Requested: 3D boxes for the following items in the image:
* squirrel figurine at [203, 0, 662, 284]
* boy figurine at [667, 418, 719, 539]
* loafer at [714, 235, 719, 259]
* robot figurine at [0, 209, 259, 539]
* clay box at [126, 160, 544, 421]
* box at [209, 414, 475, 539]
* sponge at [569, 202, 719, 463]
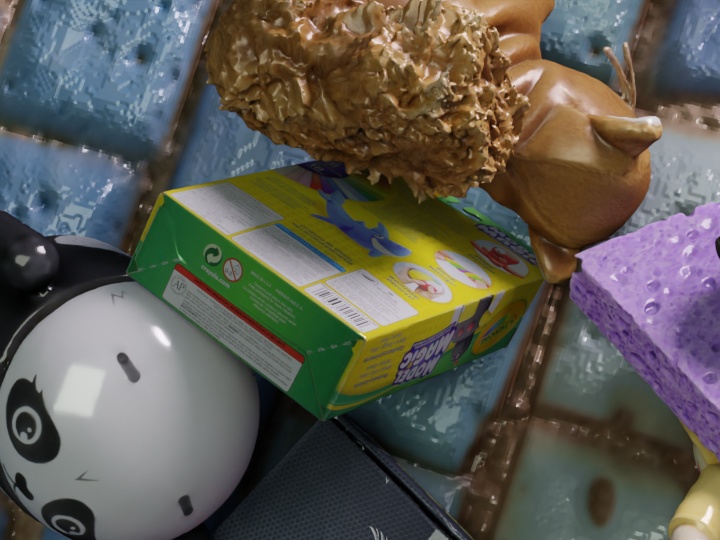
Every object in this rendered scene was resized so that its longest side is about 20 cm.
[{"bbox_3d":[0.037,-0.074,0.973,0.187,0.200,0.142,41,117,11],"label":"squirrel figurine"},{"bbox_3d":[0.154,0.132,0.931,0.064,0.124,0.201,-6,58,26],"label":"boy figurine"},{"bbox_3d":[0.249,-0.023,0.910,0.199,0.073,0.072,0,103,5],"label":"loafer"},{"bbox_3d":[-0.125,0.053,0.992,0.200,0.150,0.125,25,93,62],"label":"robot figurine"},{"bbox_3d":[0.000,0.000,0.978,0.115,0.200,0.048,35,113,21],"label":"clay box"},{"bbox_3d":[-0.022,0.190,1.002,0.200,0.051,0.158,-46,68,2],"label":"box"},{"bbox_3d":[0.190,0.046,0.930,0.111,0.030,0.200,-20,48,-23],"label":"sponge"}]
